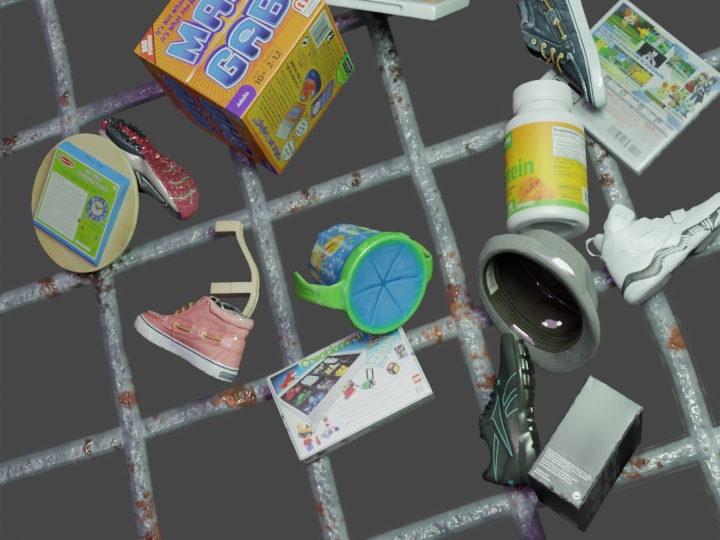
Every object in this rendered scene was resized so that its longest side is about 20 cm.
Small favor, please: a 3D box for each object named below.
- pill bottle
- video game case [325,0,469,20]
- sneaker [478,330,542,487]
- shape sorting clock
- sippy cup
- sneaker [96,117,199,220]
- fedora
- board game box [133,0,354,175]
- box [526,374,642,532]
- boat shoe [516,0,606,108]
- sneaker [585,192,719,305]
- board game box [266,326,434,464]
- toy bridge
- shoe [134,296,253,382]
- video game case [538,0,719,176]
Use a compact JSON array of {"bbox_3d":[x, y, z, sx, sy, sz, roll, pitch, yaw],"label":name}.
[{"bbox_3d":[0.249,-0.148,1.709,0.109,0.111,0.203,-3,71,11],"label":"pill bottle"},{"bbox_3d":[0.046,-0.388,1.799,0.180,0.200,0.023,12,110,15],"label":"video game case"},{"bbox_3d":[0.187,0.178,1.629,0.078,0.075,0.203,-7,78,19],"label":"sneaker"},{"bbox_3d":[-0.402,-0.098,1.848,0.198,0.039,0.203,2,95,31],"label":"shape sorting clock"},{"bbox_3d":[0.000,0.000,1.697,0.130,0.177,0.141,28,91,50],"label":"sippy cup"},{"bbox_3d":[-0.314,-0.140,1.856,0.200,0.080,0.075,43,113,21],"label":"sneaker"},{"bbox_3d":[0.244,0.025,1.649,0.200,0.177,0.090,45,52,6],"label":"fedora"},{"bbox_3d":[-0.159,-0.298,1.799,0.199,0.200,0.201,32,81,20],"label":"board game box"},{"bbox_3d":[0.275,0.225,1.533,0.078,0.200,0.142,34,81,20],"label":"box"},{"bbox_3d":[0.279,-0.302,1.758,0.090,0.071,0.203,-16,62,9],"label":"boat shoe"},{"bbox_3d":[0.394,-0.058,1.666,0.200,0.075,0.115,-43,71,0],"label":"sneaker"},{"bbox_3d":[-0.014,0.158,1.706,0.198,0.035,0.127,-27,68,2],"label":"board game box"},{"bbox_3d":[-0.178,0.028,1.789,0.066,0.027,0.203,-2,73,11],"label":"toy bridge"},{"bbox_3d":[-0.226,0.074,1.735,0.199,0.071,0.092,24,92,39],"label":"shoe"},{"bbox_3d":[0.377,-0.258,1.766,0.182,0.022,0.200,-44,68,-4],"label":"video game case"}]
